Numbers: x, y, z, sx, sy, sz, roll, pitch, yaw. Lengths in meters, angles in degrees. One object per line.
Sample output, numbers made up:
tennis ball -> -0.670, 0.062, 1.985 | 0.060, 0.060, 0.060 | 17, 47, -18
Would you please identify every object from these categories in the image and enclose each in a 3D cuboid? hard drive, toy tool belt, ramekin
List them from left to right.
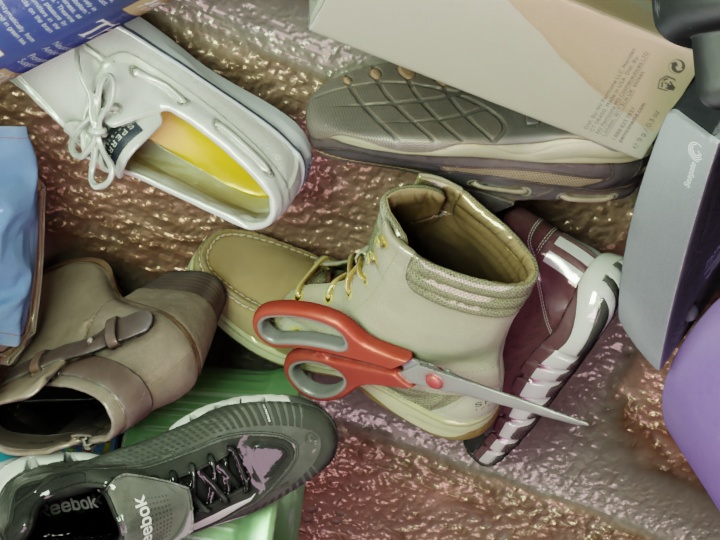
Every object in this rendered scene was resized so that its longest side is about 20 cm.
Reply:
toy tool belt -> -0.219, -0.037, 1.510 | 0.124, 0.123, 0.201 | -4, 104, -27
ramekin -> -0.091, 0.150, 1.660 | 0.097, 0.200, 0.201 | 7, 129, 4
hard drive -> 0.192, -0.050, 1.522 | 0.042, 0.135, 0.200 | 29, 146, 16

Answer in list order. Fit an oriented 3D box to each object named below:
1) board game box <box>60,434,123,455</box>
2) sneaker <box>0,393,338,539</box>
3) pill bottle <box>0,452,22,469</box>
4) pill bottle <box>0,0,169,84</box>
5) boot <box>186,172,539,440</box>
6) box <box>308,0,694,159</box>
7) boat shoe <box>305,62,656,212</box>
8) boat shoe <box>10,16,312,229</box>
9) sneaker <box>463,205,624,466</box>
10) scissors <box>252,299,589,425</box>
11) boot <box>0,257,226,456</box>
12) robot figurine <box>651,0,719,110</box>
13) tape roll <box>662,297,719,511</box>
board game box -> -0.167, 0.164, 1.663 | 0.036, 0.201, 0.152 | 7, 129, -3
sneaker -> -0.106, 0.122, 1.513 | 0.199, 0.091, 0.067 | -14, 107, 0
pill bottle -> -0.261, 0.100, 1.614 | 0.111, 0.111, 0.201 | -31, 83, 24
pill bottle -> -0.145, -0.178, 1.442 | 0.199, 0.111, 0.111 | -24, 125, 16
boot -> 0.000, 0.000, 1.567 | 0.199, 0.072, 0.155 | 27, 145, 10
box -> 0.076, -0.145, 1.480 | 0.199, 0.095, 0.078 | 20, 126, -16
boat shoe -> 0.068, -0.065, 1.556 | 0.199, 0.075, 0.074 | 4, 131, 2
boat shoe -> -0.127, -0.079, 1.519 | 0.201, 0.086, 0.075 | 31, 127, -5
sneaker -> 0.079, 0.026, 1.646 | 0.115, 0.076, 0.200 | 37, 139, 5
scissors -> 0.029, 0.052, 1.535 | 0.199, 0.014, 0.073 | 6, 133, 33
boot -> -0.170, 0.054, 1.578 | 0.199, 0.146, 0.070 | -14, 111, 36
robot figurine -> 0.200, -0.179, 1.390 | 0.124, 0.201, 0.150 | -3, 174, -9
tape roll -> 0.279, 0.068, 1.603 | 0.199, 0.085, 0.201 | -18, 142, -15
